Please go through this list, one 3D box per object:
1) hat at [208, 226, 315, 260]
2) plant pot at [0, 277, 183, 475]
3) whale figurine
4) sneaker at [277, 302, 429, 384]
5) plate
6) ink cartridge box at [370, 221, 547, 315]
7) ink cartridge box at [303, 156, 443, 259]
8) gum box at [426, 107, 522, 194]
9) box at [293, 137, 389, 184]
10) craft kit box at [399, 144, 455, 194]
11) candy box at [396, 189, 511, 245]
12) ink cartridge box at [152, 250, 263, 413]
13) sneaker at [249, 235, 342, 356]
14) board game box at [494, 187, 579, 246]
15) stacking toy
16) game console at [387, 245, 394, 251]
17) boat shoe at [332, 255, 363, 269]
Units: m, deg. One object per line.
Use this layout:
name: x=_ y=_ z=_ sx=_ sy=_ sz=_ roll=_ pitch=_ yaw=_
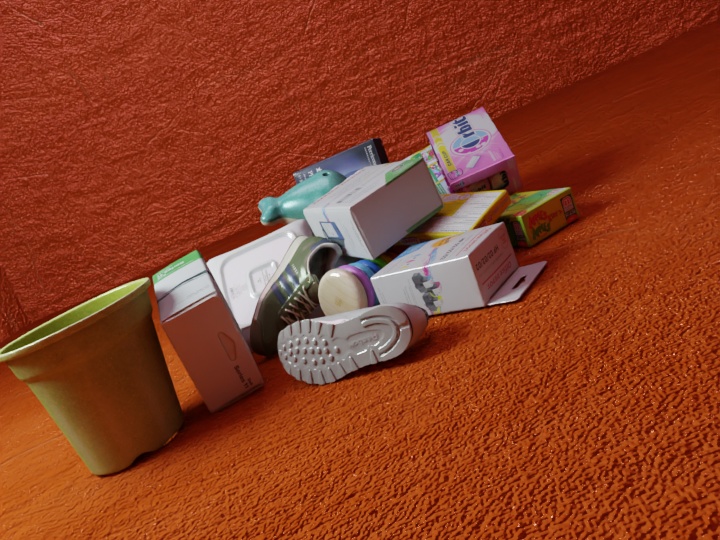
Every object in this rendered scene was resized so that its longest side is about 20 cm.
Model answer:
hat: x=-0.128 y=-0.062 z=1.161 sx=0.203 sy=0.174 sz=0.165 roll=-60 pitch=17 yaw=-19
plant pot: x=-0.316 y=0.139 z=0.830 sx=0.195 sy=0.189 sz=0.201 roll=-23 pitch=12 yaw=5
whale figurine: x=-0.101 y=-0.138 z=1.287 sx=0.193 sy=0.106 sz=0.161 roll=-4 pitch=36 yaw=-10
sneaker: x=-0.011 y=0.083 z=0.789 sx=0.195 sy=0.079 sz=0.080 roll=-12 pitch=5 yaw=29
plate: x=-0.153 y=0.020 z=1.080 sx=0.195 sy=0.203 sz=0.033 roll=-23 pitch=-33 yaw=1
ink cartridge box: x=0.125 y=0.000 z=0.847 sx=0.196 sy=0.070 sz=0.115 roll=-13 pitch=16 yaw=41
ink cartridge box: x=0.014 y=-0.097 z=1.023 sx=0.144 sy=0.089 sz=0.199 roll=-36 pitch=19 yaw=-18
gum box: x=0.192 y=-0.188 z=1.130 sx=0.111 sy=0.067 sz=0.203 roll=-22 pitch=37 yaw=8
box: x=-0.017 y=-0.160 z=1.452 sx=0.193 sy=0.205 sz=0.123 roll=-20 pitch=7 yaw=13
craft kit box: x=0.135 y=-0.160 z=1.230 sx=0.193 sy=0.049 sz=0.202 roll=-25 pitch=37 yaw=3
candy box: x=0.124 y=-0.077 z=0.993 sx=0.102 sy=0.027 sz=0.198 roll=-48 pitch=26 yaw=-22
ink cartridge box: x=-0.213 y=0.077 z=0.906 sx=0.081 sy=0.150 sz=0.200 roll=-28 pitch=23 yaw=-11
sneaker: x=-0.090 y=0.033 z=0.981 sx=0.088 sy=0.067 sz=0.204 roll=1 pitch=57 yaw=39
board game box: x=0.232 y=-0.081 z=1.028 sx=0.100 sy=0.049 sz=0.199 roll=-28 pitch=13 yaw=-19
stacking toy: x=0.027 y=0.011 z=0.992 sx=0.084 sy=0.088 sz=0.198 roll=-12 pitch=10 yaw=41
game console: x=-0.045 y=-0.055 z=1.304 sx=0.195 sy=0.176 sz=0.119 roll=-24 pitch=-14 yaw=-6
boat shoe: x=0.000 y=0.000 z=1.106 sx=0.069 sy=0.066 sz=0.200 roll=18 pitch=20 yaw=14
